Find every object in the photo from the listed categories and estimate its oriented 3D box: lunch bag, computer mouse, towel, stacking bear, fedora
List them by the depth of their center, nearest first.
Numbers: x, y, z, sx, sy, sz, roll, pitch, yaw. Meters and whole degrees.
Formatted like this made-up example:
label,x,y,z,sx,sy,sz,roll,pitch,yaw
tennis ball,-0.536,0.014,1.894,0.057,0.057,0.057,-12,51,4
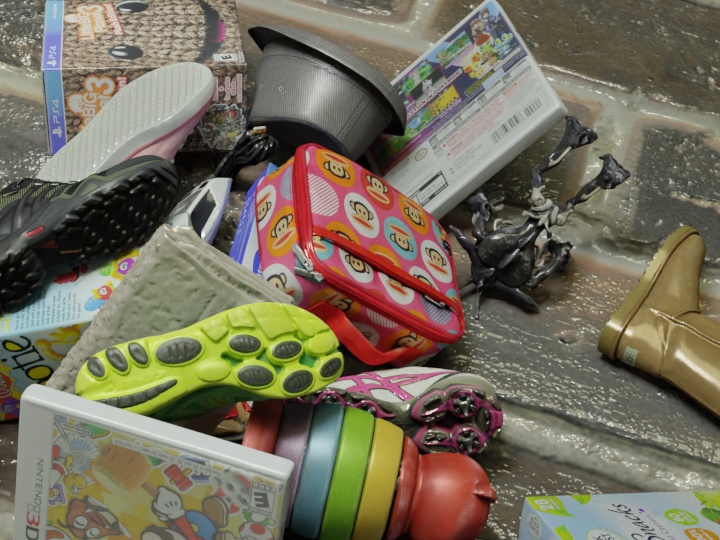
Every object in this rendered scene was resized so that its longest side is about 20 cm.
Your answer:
label,x,y,z,sx,sy,sz,roll,pitch,yaw
stacking bear,0.004,0.167,1.055,0.198,0.122,0.115,13,61,-1
towel,-0.151,0.067,1.061,0.132,0.200,0.035,35,20,-17
lunch bag,0.000,0.000,1.183,0.199,0.082,0.177,28,41,-36
computer mouse,-0.148,-0.052,1.283,0.044,0.109,0.201,45,54,-17
fedora,-0.049,-0.158,1.336,0.199,0.177,0.091,19,73,47

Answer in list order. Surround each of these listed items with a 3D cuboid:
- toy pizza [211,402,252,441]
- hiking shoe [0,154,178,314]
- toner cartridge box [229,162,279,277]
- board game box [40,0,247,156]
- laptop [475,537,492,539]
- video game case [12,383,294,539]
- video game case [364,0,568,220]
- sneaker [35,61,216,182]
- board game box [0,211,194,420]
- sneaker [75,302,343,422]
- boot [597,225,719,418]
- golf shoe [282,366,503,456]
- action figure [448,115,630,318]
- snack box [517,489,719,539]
label,x,y,z,sx,sy,sz,roll,pitch,yaw
toy pizza,-0.131,0.066,1.199,0.198,0.032,0.201,4,45,-4
hiking shoe,-0.246,-0.051,1.098,0.199,0.076,0.101,-29,51,-14
toner cartridge box,-0.068,-0.007,1.225,0.095,0.043,0.201,31,34,-16
board game box,-0.220,-0.200,1.388,0.198,0.098,0.160,-3,36,-10
laptop,0.154,0.259,0.984,0.185,0.116,0.201,9,45,1
video game case,-0.154,0.187,0.973,0.198,0.183,0.023,15,28,8
video game case,0.092,-0.153,1.360,0.200,0.023,0.183,-39,47,17
sneaker,-0.210,-0.107,1.297,0.200,0.105,0.075,-43,53,-14
board game box,-0.227,0.040,1.133,0.198,0.103,0.105,-10,46,2
sneaker,-0.112,0.070,1.010,0.198,0.084,0.075,-8,83,-12
boot,0.339,0.066,1.237,0.199,0.066,0.175,29,61,22
golf shoe,0.018,0.121,1.148,0.198,0.073,0.092,-1,15,-3
action figure,0.162,-0.043,1.294,0.119,0.102,0.200,43,93,-2
snack box,0.236,0.227,0.993,0.198,0.068,0.169,0,18,-19
